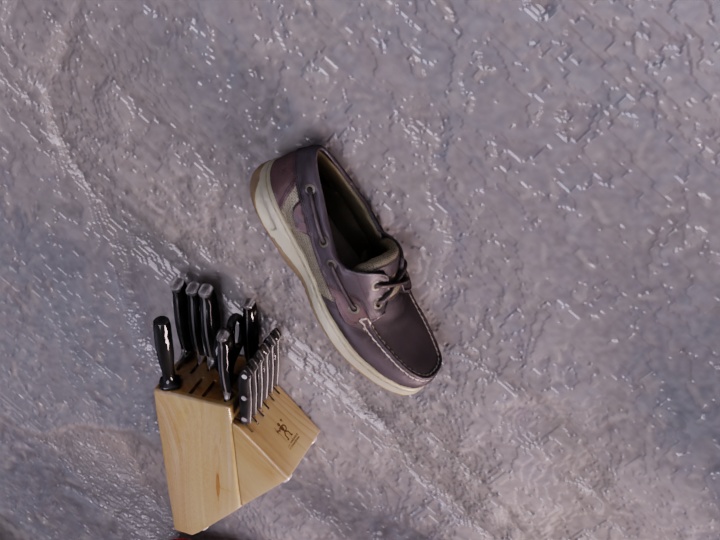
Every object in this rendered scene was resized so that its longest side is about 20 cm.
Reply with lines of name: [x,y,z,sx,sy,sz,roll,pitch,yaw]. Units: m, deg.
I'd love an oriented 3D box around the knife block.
knife block: [-0.130,0.106,1.156,0.176,0.064,0.200,47,130,-8]

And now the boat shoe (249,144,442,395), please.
boat shoe: [0.000,0.000,1.012,0.065,0.072,0.200,-25,102,42]

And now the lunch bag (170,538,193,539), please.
lunch bag: [-0.105,0.342,1.301,0.176,0.082,0.200,10,127,16]
